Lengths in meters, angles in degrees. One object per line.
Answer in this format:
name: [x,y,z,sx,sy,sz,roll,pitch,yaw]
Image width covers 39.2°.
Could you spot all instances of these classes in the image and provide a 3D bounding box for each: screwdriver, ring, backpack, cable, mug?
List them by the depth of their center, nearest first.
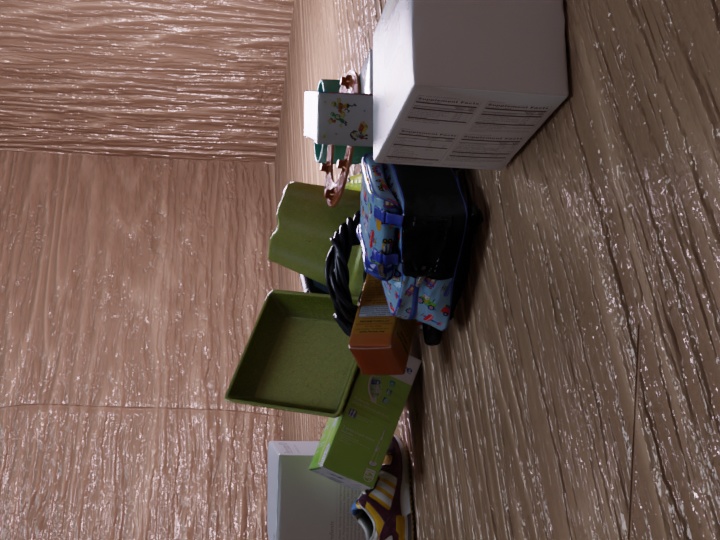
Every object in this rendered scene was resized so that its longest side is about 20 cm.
backpack: [0.065,-0.031,1.265,0.183,0.132,0.202,-101,13,-56]
screwdriver: [0.093,0.007,1.397,0.029,0.028,0.203,-30,55,45]
cable: [0.000,0.000,1.411,0.200,0.050,0.165,59,-135,-62]
ring: [-0.033,-0.195,1.496,0.200,0.019,0.204,-171,90,-78]
mug: [-0.020,-0.260,1.861,0.153,0.113,0.187,105,163,-53]

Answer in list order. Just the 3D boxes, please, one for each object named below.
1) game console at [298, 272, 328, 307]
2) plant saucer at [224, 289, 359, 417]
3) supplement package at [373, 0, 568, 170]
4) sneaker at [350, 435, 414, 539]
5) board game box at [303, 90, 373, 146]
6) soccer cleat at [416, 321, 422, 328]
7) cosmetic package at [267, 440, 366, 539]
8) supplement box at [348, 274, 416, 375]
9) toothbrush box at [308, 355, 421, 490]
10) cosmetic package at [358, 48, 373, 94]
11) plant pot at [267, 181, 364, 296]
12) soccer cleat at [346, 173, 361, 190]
game console: [-0.024,0.046,1.685,0.031,0.176,0.200,-53,19,12]
plant saucer: [-0.079,0.130,1.517,0.048,0.197,0.202,59,-137,-48]
supplement package: [0.101,-0.209,1.017,0.200,0.148,0.154,126,145,-73]
sneaker: [0.028,0.337,1.540,0.075,0.089,0.202,103,165,-48]
board game box: [0.034,-0.189,1.267,0.148,0.197,0.065,-132,44,-75]
soccer cleat: [0.061,0.024,1.478,0.200,0.067,0.086,-103,13,-72]
cosmetic package: [-0.050,0.376,1.680,0.167,0.197,0.169,173,98,-79]
supplement box: [0.042,0.041,1.374,0.067,0.068,0.202,62,-148,-45]
toothbrush box: [0.005,0.218,1.516,0.146,0.085,0.202,133,162,-74]
cosmetic package: [0.049,-0.244,1.460,0.200,0.111,0.082,134,138,-79]
plant pot: [-0.045,-0.055,1.614,0.200,0.182,0.203,15,-90,-89]
soccer cleat: [0.012,-0.143,1.738,0.200,0.082,0.066,144,128,-78]
